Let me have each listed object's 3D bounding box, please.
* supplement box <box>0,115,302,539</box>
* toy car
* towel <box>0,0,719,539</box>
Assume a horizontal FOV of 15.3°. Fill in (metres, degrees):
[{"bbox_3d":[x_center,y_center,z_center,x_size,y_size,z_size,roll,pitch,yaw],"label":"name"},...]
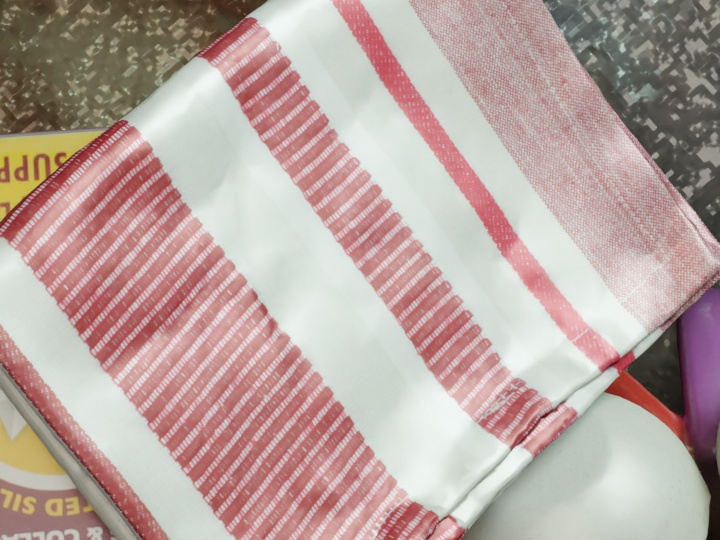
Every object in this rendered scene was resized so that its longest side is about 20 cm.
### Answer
[{"bbox_3d":[-0.081,0.067,0.753,0.130,0.103,0.201,-5,79,-3],"label":"supplement box"},{"bbox_3d":[0.109,0.075,0.828,0.199,0.175,0.150,-16,44,3],"label":"toy car"},{"bbox_3d":[0.000,0.000,0.717,0.200,0.023,0.144,-42,99,-30],"label":"towel"}]
